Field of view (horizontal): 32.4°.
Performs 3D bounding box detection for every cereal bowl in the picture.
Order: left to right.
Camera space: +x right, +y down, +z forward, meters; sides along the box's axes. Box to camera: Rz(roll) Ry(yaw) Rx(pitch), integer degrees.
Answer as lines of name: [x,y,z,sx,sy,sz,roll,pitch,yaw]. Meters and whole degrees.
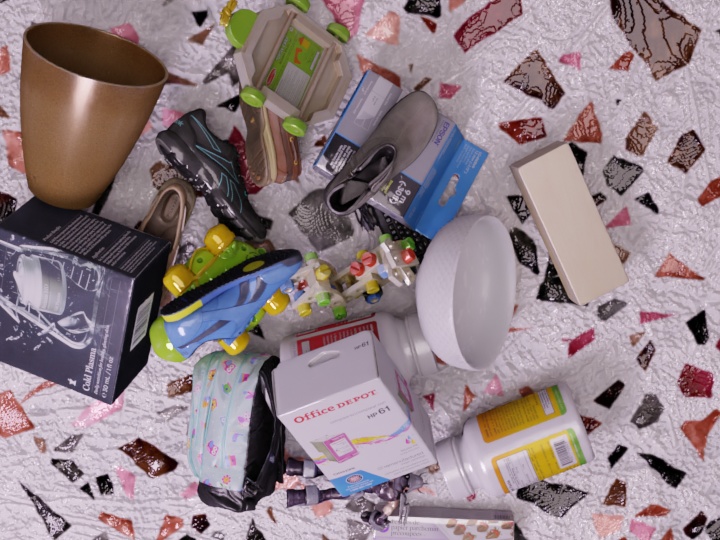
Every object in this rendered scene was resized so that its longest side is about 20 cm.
cereal bowl: [0.127,0.026,1.607,0.082,0.199,0.203,4,102,30]

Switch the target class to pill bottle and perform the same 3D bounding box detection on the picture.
pill bottle: [-0.001,0.120,1.659,0.197,0.112,0.114,-15,100,6]
pill bottle: [0.205,0.237,1.672,0.198,0.111,0.112,-22,99,7]

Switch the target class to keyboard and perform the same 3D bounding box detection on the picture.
keyboard: [0.034,-0.095,1.654,0.103,0.040,0.202,-25,98,6]

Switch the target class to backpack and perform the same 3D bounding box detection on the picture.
backpack: [-0.164,0.208,1.665,0.125,0.167,0.203,5,95,7]

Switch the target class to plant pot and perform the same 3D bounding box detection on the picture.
plant pot: [-0.363,-0.189,1.599,0.184,0.187,0.202,21,116,-2]

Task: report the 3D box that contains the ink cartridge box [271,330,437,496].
ink cartridge box: [-0.006,0.186,1.583,0.143,0.085,0.201,-22,132,12]

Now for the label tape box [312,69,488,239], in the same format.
label tape box: [0.057,-0.146,1.612,0.198,0.066,0.144,30,86,-4]

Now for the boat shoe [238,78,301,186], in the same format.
boat shoe: [-0.116,-0.213,1.631,0.067,0.072,0.203,-7,93,-30]

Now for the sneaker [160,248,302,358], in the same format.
sneaker: [-0.156,0.041,1.579,0.199,0.066,0.079,-29,109,-14]

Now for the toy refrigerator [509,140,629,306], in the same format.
toy refrigerator: [0.274,-0.063,1.636,0.075,0.070,0.202,-27,99,0]

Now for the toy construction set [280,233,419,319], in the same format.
toy construction set: [0.000,0.000,1.609,0.198,0.130,0.093,-18,67,35]

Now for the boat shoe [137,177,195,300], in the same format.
boat shoe: [-0.281,-0.027,1.668,0.070,0.065,0.202,19,101,-1]

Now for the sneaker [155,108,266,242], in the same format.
sneaker: [-0.181,-0.124,1.640,0.079,0.075,0.201,-46,112,-19]

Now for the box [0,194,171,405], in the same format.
box: [-0.373,0.036,1.621,0.194,0.124,0.202,20,118,8]

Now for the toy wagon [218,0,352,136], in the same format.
toy wagon: [-0.101,-0.274,1.577,0.199,0.039,0.157,32,72,-26]

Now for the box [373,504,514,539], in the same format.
box: [0.116,0.357,1.736,0.197,0.041,0.039,2,101,1]

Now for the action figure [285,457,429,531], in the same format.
action figure: [-0.003,0.289,1.702,0.197,0.070,0.132,0,70,3]

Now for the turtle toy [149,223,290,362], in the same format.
turtle toy: [-0.199,0.041,1.648,0.200,0.101,0.146,-44,100,-12]

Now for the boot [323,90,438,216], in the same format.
boot: [0.033,-0.140,1.512,0.068,0.131,0.200,42,86,-6]
